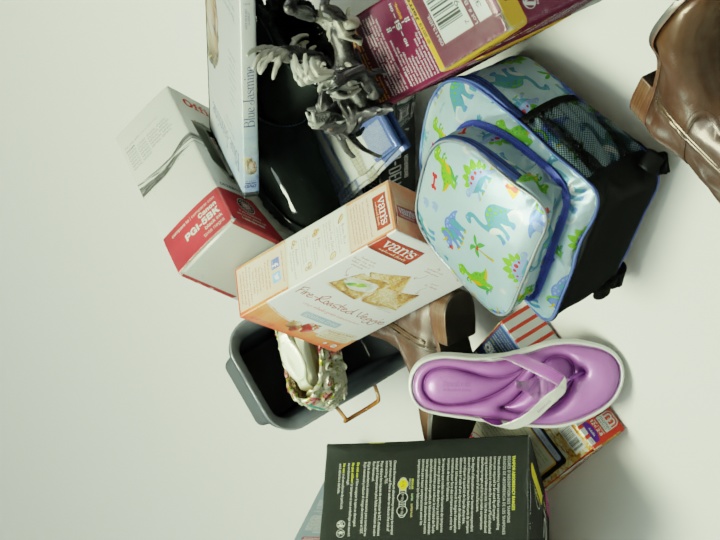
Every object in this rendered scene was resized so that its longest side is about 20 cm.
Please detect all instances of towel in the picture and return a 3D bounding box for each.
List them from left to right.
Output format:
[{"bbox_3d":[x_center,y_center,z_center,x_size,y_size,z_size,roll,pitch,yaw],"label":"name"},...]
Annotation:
[{"bbox_3d":[-0.032,-0.139,1.713,0.147,0.024,0.200,61,146,6],"label":"towel"}]

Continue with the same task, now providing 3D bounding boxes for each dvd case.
[{"bbox_3d":[-0.119,-0.187,1.626,0.143,0.017,0.201,-121,26,-54],"label":"dvd case"}]

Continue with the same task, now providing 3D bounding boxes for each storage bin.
[{"bbox_3d":[-0.044,0.095,1.897,0.146,0.199,0.134,59,160,3],"label":"storage bin"}]

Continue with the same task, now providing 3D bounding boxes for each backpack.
[{"bbox_3d":[0.133,-0.076,1.525,0.200,0.147,0.183,48,144,28],"label":"backpack"}]

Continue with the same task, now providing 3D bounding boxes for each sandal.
[{"bbox_3d":[0.143,0.111,1.641,0.201,0.050,0.083,-6,98,11],"label":"sandal"}]

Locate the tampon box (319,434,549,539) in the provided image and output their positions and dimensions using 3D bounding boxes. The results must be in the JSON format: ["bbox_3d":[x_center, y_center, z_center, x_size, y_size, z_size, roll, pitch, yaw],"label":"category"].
[{"bbox_3d":[0.074,0.248,1.696,0.199,0.127,0.150,-3,147,12],"label":"tampon box"}]

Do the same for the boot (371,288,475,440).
[{"bbox_3d":[0.033,0.074,1.775,0.200,0.064,0.187,22,115,46],"label":"boot"}]

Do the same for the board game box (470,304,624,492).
[{"bbox_3d":[0.158,0.142,1.758,0.152,0.046,0.200,55,149,11],"label":"board game box"}]

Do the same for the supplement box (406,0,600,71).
[{"bbox_3d":[0.128,-0.252,1.334,0.131,0.200,0.103,62,149,-2],"label":"supplement box"}]

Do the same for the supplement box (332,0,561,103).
[{"bbox_3d":[0.074,-0.213,1.536,0.200,0.110,0.086,-20,96,59],"label":"supplement box"}]

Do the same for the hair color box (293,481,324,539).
[{"bbox_3d":[-0.017,0.295,1.996,0.060,0.200,0.099,1,120,20],"label":"hair color box"}]

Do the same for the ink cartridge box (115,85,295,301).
[{"bbox_3d":[-0.137,-0.069,1.744,0.083,0.147,0.200,-44,50,18],"label":"ink cartridge box"}]

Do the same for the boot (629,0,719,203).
[{"bbox_3d":[0.297,-0.105,1.335,0.200,0.064,0.187,52,161,21],"label":"boot"}]

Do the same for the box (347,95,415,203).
[{"bbox_3d":[-0.028,-0.146,1.785,0.200,0.050,0.158,33,140,38],"label":"box"}]

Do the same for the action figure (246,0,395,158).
[{"bbox_3d":[-0.038,-0.186,1.521,0.119,0.102,0.201,7,111,55],"label":"action figure"}]

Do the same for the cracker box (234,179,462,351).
[{"bbox_3d":[0.000,0.000,1.646,0.200,0.134,0.058,-30,55,33],"label":"cracker box"}]

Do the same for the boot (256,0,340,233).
[{"bbox_3d":[-0.059,-0.148,1.657,0.199,0.073,0.163,63,150,16],"label":"boot"}]

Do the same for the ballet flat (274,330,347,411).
[{"bbox_3d":[-0.064,0.046,1.788,0.075,0.064,0.201,-25,81,31],"label":"ballet flat"}]
